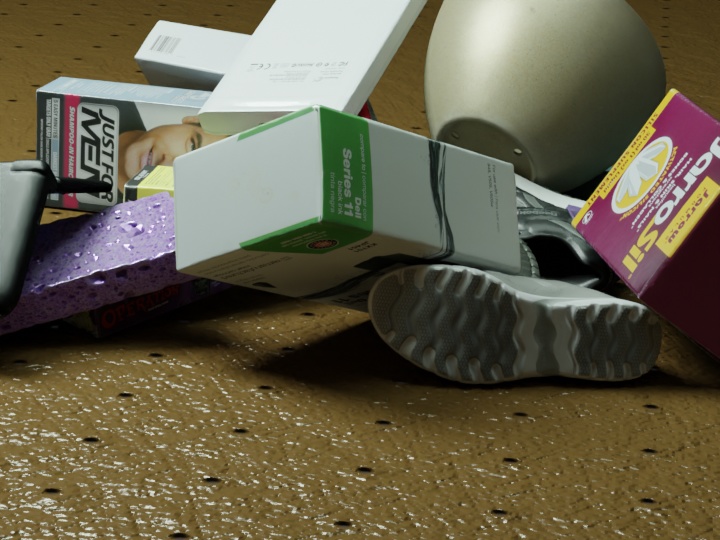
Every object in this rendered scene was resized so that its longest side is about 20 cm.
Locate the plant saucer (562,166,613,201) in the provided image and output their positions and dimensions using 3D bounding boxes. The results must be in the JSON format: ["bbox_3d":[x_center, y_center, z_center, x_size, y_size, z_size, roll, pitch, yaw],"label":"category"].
[{"bbox_3d":[0.257,-0.066,1.807,0.198,0.036,0.200,4,6,0],"label":"plant saucer"}]

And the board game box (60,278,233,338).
[{"bbox_3d":[-0.142,-0.008,1.545,0.199,0.033,0.120,-22,24,-36],"label":"board game box"}]

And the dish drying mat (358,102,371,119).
[{"bbox_3d":[-0.023,-0.085,1.653,0.076,0.018,0.201,-21,41,6],"label":"dish drying mat"}]

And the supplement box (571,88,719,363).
[{"bbox_3d":[0.243,-0.030,1.500,0.103,0.131,0.200,35,8,-16],"label":"supplement box"}]

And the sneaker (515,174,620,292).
[{"bbox_3d":[0.110,-0.031,1.646,0.199,0.076,0.088,13,24,21],"label":"sneaker"}]

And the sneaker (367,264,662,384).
[{"bbox_3d":[0.098,0.038,1.437,0.198,0.075,0.082,11,5,-12],"label":"sneaker"}]

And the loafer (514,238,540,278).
[{"bbox_3d":[0.068,-0.019,1.598,0.075,0.070,0.200,20,24,-36],"label":"loafer"}]

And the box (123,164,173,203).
[{"bbox_3d":[-0.086,-0.045,1.700,0.198,0.051,0.075,5,16,6],"label":"box"}]

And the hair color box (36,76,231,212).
[{"bbox_3d":[-0.168,-0.098,1.775,0.198,0.100,0.061,6,17,11],"label":"hair color box"}]

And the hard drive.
[{"bbox_3d":[-0.033,-0.179,1.730,0.131,0.027,0.201,1,41,28],"label":"hard drive"}]

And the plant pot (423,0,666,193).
[{"bbox_3d":[0.130,-0.133,1.718,0.199,0.201,0.135,12,51,27],"label":"plant pot"}]

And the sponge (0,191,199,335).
[{"bbox_3d":[-0.210,-0.001,1.468,0.198,0.030,0.112,-15,25,-15],"label":"sponge"}]

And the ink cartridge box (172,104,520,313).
[{"bbox_3d":[-0.007,-0.036,1.441,0.146,0.084,0.199,-18,-21,42],"label":"ink cartridge box"}]

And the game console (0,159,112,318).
[{"bbox_3d":[-0.293,-0.017,1.473,0.198,0.117,0.177,-1,57,17],"label":"game console"}]

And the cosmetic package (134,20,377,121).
[{"bbox_3d":[-0.080,-0.136,1.846,0.199,0.151,0.052,13,56,29],"label":"cosmetic package"}]
